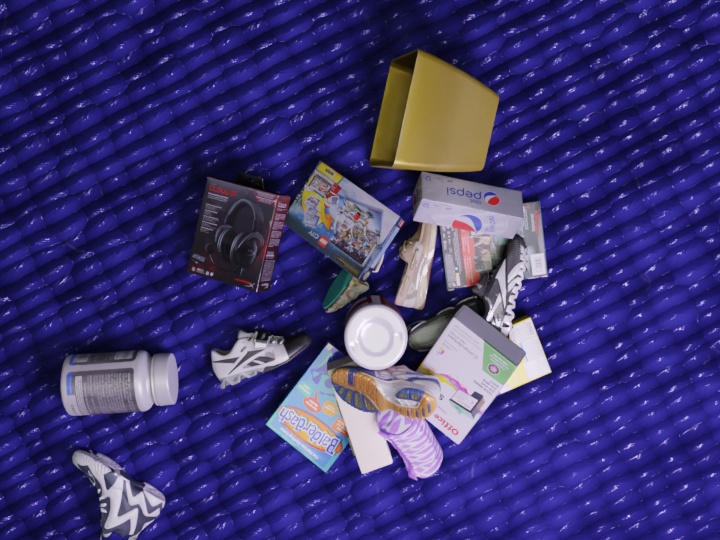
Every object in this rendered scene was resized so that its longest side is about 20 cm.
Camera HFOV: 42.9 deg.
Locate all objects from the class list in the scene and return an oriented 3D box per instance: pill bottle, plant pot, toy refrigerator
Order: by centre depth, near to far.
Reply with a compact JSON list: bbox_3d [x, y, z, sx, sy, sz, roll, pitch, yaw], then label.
[{"bbox_3d":[0.138,-0.268,1.654,0.173,0.200,0.204,12,94,-13],"label":"plant pot"},{"bbox_3d":[0.025,0.107,1.668,0.112,0.200,0.117,0,95,0],"label":"pill bottle"},{"bbox_3d":[-0.005,0.264,1.698,0.069,0.076,0.203,-19,96,-1],"label":"toy refrigerator"},{"bbox_3d":[-0.447,0.208,1.712,0.196,0.114,0.116,-3,94,0],"label":"pill bottle"}]

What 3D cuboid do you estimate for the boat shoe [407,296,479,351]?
[{"bbox_3d":[0.177,0.106,1.740,0.197,0.060,0.077,-26,94,1],"label":"boat shoe"}]

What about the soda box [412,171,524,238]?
[{"bbox_3d":[0.196,-0.118,1.677,0.196,0.064,0.069,10,52,-10],"label":"soda box"}]

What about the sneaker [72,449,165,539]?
[{"bbox_3d":[-0.485,0.440,1.745,0.198,0.079,0.131,35,84,-13],"label":"sneaker"}]

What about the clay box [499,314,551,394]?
[{"bbox_3d":[0.252,0.177,1.754,0.197,0.048,0.117,-22,94,2],"label":"clay box"}]

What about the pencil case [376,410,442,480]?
[{"bbox_3d":[0.092,0.312,1.692,0.083,0.201,0.086,16,64,34],"label":"pencil case"}]

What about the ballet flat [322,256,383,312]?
[{"bbox_3d":[0.000,0.000,1.727,0.063,0.076,0.202,26,97,-20],"label":"ballet flat"}]

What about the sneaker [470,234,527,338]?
[{"bbox_3d":[0.253,0.025,1.702,0.089,0.066,0.204,14,85,-7],"label":"sneaker"}]

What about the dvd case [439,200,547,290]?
[{"bbox_3d":[0.253,-0.048,1.750,0.196,0.022,0.149,-8,95,1],"label":"dvd case"}]

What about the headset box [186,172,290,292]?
[{"bbox_3d":[-0.223,-0.077,1.697,0.146,0.077,0.204,15,96,13],"label":"headset box"}]

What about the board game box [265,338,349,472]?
[{"bbox_3d":[-0.064,0.258,1.756,0.151,0.045,0.201,37,93,-4],"label":"board game box"}]

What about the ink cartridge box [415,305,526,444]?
[{"bbox_3d":[0.184,0.191,1.674,0.144,0.084,0.201,37,116,10],"label":"ink cartridge box"}]

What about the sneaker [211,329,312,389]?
[{"bbox_3d":[-0.191,0.146,1.731,0.197,0.074,0.090,-22,96,0],"label":"sneaker"}]

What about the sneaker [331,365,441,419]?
[{"bbox_3d":[0.048,0.206,1.629,0.197,0.088,0.076,14,121,15],"label":"sneaker"}]

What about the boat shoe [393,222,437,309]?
[{"bbox_3d":[0.104,-0.030,1.726,0.064,0.072,0.204,9,97,0],"label":"boat shoe"}]

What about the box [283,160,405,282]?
[{"bbox_3d":[-0.034,-0.092,1.694,0.199,0.038,0.138,36,95,22],"label":"box"}]
